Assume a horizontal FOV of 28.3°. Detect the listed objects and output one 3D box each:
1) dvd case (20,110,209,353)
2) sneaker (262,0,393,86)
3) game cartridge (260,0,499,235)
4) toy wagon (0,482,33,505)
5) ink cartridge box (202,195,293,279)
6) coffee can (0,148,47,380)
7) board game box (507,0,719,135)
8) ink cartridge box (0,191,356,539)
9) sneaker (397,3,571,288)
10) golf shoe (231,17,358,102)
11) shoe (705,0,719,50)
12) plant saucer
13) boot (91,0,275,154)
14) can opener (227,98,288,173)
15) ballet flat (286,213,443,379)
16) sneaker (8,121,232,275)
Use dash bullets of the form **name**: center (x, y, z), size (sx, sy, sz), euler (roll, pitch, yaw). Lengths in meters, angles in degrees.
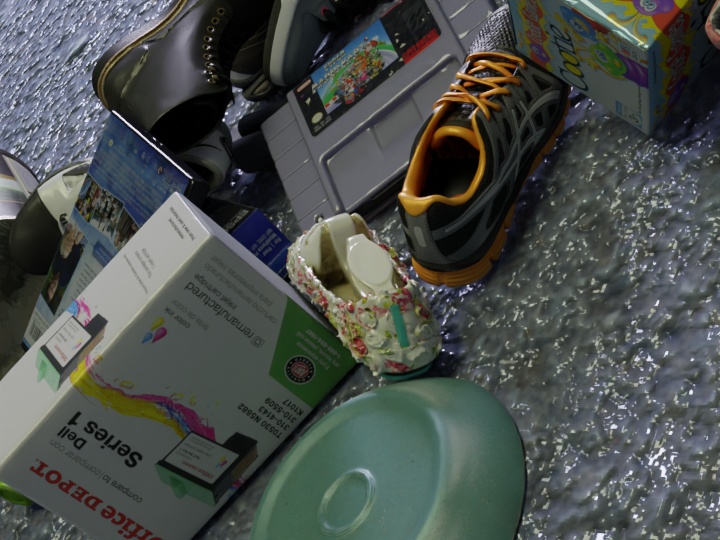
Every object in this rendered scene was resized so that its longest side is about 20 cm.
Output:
- **dvd case**: center (-0.180, 0.000, 1.024), size (0.143, 0.018, 0.200), euler (39, 109, 48)
- **sneaker**: center (0.012, -0.219, 1.099), size (0.200, 0.121, 0.084), euler (-66, -9, 7)
- **game cartridge**: center (0.022, -0.119, 1.017), size (0.200, 0.038, 0.130), euler (-37, 55, 18)
- **toy wagon**: center (-0.196, 0.101, 1.074), size (0.200, 0.040, 0.155), euler (-11, 49, 43)
- **ink cartridge box**: center (-0.128, -0.010, 1.095), size (0.099, 0.039, 0.200), euler (-48, 32, -18)
- **coffee can**: center (-0.324, -0.012, 1.241), size (0.146, 0.146, 0.200), euler (-48, 33, 1)
- **board game box**: center (0.186, -0.198, 0.820), size (0.103, 0.105, 0.200), euler (38, 81, 22)
- **ink cartridge box**: center (-0.125, 0.075, 0.915), size (0.200, 0.145, 0.084), euler (-47, 33, 2)
- **sneaker**: center (0.077, -0.090, 0.891), size (0.078, 0.077, 0.200), euler (7, 65, 27)
- **golf shoe**: center (-0.050, -0.237, 1.197), size (0.200, 0.094, 0.078), euler (-47, 31, 0)
- **shoe**: center (0.270, -0.167, 0.746), size (0.200, 0.091, 0.071), euler (-48, 33, 2)
- **plant saucer**: center (0.001, 0.138, 0.804), size (0.200, 0.036, 0.200), euler (-31, 37, 27)
- **boot**: center (-0.103, -0.170, 1.094), size (0.200, 0.077, 0.138), euler (-45, 37, 1)
- **can opener**: center (-0.094, -0.114, 1.146), size (0.200, 0.067, 0.053), euler (-16, 45, 40)
- **ballet flat**: center (0.000, 0.000, 0.908), size (0.076, 0.064, 0.200), euler (-21, 28, -14)
- **sneaker**: center (-0.189, -0.050, 1.102), size (0.200, 0.074, 0.089), euler (-32, 28, 9)
